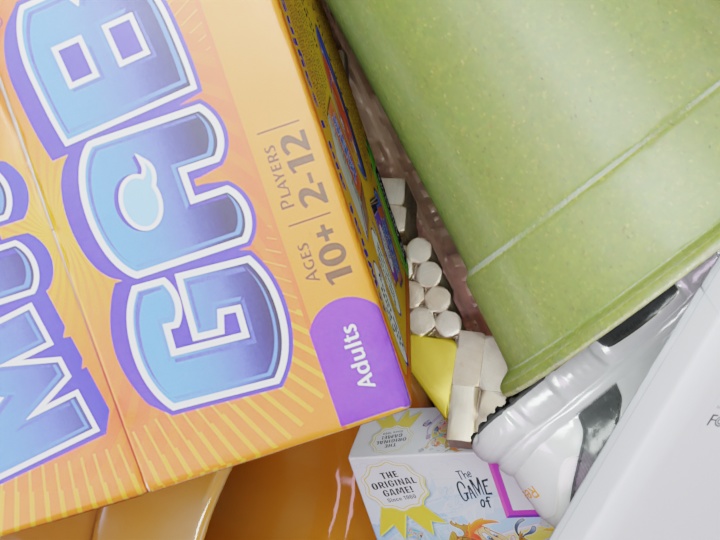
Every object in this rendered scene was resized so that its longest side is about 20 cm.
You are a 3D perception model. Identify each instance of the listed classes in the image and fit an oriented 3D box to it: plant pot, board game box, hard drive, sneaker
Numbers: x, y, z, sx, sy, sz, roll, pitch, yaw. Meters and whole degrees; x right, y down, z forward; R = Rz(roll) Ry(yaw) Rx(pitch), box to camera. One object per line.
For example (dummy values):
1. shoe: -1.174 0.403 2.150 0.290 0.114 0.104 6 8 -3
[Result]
1. plant pot: -0.092 0.108 1.313 0.182 0.200 0.201 14 125 31
2. board game box: -0.104 -0.037 1.098 0.199 0.200 0.201 -18 103 5
3. hard drive: 0.147 0.084 1.124 0.131 0.027 0.201 10 123 -31
4. sneaker: 0.142 0.033 1.167 0.200 0.074 0.080 -39 86 3
5. plant pot: 0.079 -0.087 1.135 0.200 0.200 0.190 -38 88 35
6. board game box: 0.108 0.117 1.254 0.199 0.034 0.135 -4 125 23

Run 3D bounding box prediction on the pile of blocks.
1. pile of blocks: 0.000 0.000 1.243 0.082 0.062 0.201 -30 76 1
